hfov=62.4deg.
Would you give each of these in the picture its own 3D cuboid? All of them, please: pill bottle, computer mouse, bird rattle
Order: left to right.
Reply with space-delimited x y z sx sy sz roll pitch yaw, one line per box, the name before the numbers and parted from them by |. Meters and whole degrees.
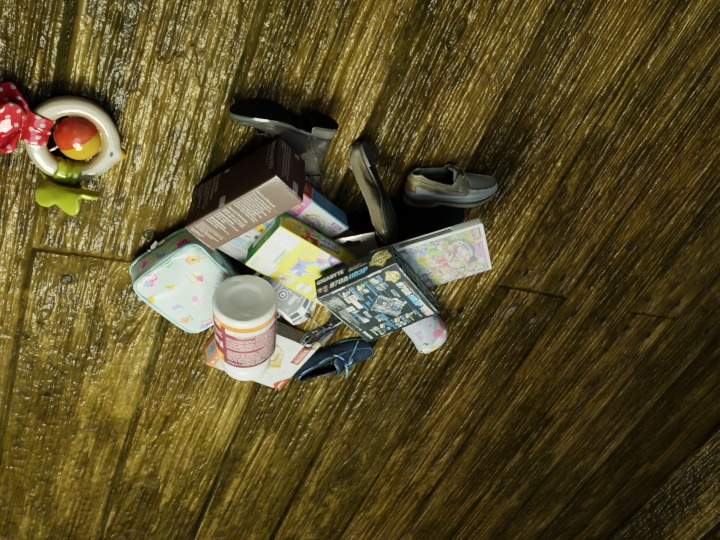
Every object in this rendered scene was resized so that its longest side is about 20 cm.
bird rattle | -0.449 -0.194 0.888 0.163 0.113 0.200 -31 120 -13
pill bottle | -0.213 0.112 1.104 0.114 0.114 0.200 -9 141 -17
computer mouse | -0.126 0.061 1.154 0.110 0.044 0.200 -45 107 2

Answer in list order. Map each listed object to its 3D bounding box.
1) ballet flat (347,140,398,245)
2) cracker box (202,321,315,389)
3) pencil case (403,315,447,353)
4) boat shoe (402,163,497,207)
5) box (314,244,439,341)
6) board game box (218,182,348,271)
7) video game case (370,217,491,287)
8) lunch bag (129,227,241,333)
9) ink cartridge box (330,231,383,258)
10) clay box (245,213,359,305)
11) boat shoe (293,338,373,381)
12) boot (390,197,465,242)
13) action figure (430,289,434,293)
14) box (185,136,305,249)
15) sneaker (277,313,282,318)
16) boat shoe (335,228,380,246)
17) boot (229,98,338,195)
ballet flat | 0.021 -0.136 1.086 0.046 0.067 0.200 -18 93 23
cracker box | -0.215 0.169 1.276 0.200 0.058 0.134 28 111 -38
pencil case | 0.121 0.109 1.359 0.091 0.083 0.200 -50 131 -10
boat shoe | 0.184 -0.170 1.174 0.200 0.075 0.068 -9 134 -16
box | 0.034 0.049 1.090 0.159 0.046 0.200 -25 141 18
board game box | -0.146 -0.075 1.089 0.200 0.040 0.153 -32 136 23
video game case | 0.132 -0.018 1.079 0.200 0.018 0.143 -17 143 9
lunch bag | -0.318 0.021 1.096 0.160 0.077 0.200 -32 136 4
ink cartridge box | 0.000 0.000 1.159 0.109 0.050 0.200 -10 129 10
clay box | -0.093 -0.012 1.083 0.200 0.048 0.115 30 126 -27
boat shoe | -0.060 0.218 1.375 0.200 0.069 0.084 -18 131 -11
boot | 0.146 -0.073 1.170 0.200 0.168 0.076 1 128 -24
action figure | 0.097 0.002 1.203 0.055 0.118 0.200 -22 154 17
box | -0.190 -0.124 0.984 0.200 0.100 0.075 -24 135 23
sneaker | -0.119 0.059 1.224 0.200 0.074 0.088 -33 137 3
boat shoe | 0.023 -0.023 1.228 0.068 0.072 0.200 -53 122 -24
boot | -0.139 -0.192 1.023 0.200 0.069 0.174 8 130 -21
